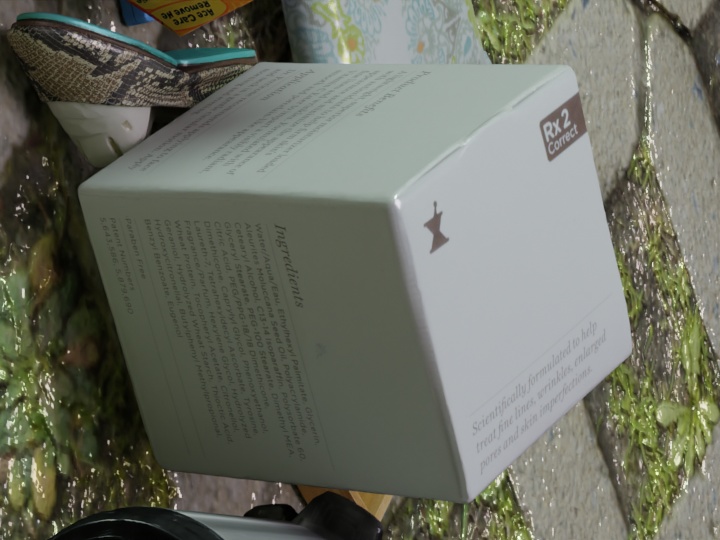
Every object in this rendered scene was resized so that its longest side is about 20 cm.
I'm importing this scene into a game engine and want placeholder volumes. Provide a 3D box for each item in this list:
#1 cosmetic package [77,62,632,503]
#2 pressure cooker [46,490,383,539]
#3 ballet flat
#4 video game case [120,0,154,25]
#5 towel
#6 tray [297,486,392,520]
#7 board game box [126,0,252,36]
[{"bbox_3d":[0.000,0.000,1.440,0.165,0.200,0.165,-38,122,-44],"label":"cosmetic package"},{"bbox_3d":[-0.062,0.200,1.385,0.200,0.176,0.179,15,55,-57],"label":"pressure cooker"},{"bbox_3d":[-0.112,-0.086,1.488,0.200,0.068,0.075,4,91,-61],"label":"ballet flat"},{"bbox_3d":[-0.107,-0.242,1.575,0.143,0.018,0.200,-24,103,-57],"label":"video game case"},{"bbox_3d":[0.012,-0.146,1.706,0.200,0.048,0.172,-45,124,-56],"label":"towel"},{"bbox_3d":[-0.032,0.043,1.606,0.200,0.037,0.099,62,36,-29],"label":"tray"},{"bbox_3d":[-0.080,-0.274,1.412,0.200,0.200,0.200,32,55,-33],"label":"board game box"}]
